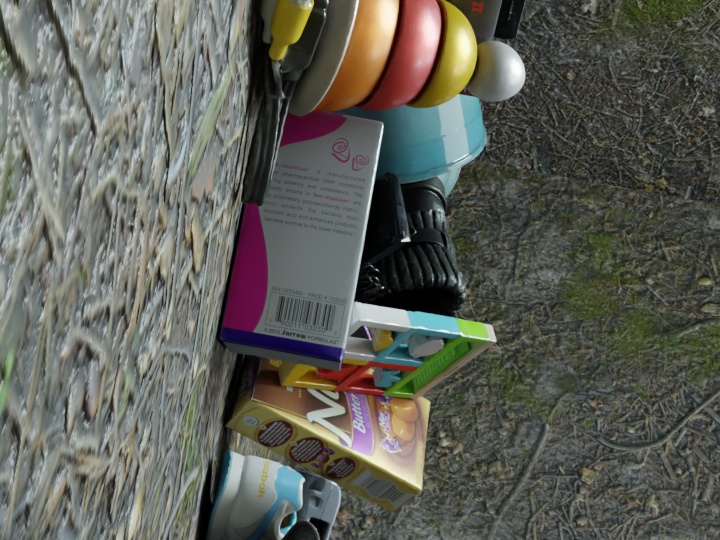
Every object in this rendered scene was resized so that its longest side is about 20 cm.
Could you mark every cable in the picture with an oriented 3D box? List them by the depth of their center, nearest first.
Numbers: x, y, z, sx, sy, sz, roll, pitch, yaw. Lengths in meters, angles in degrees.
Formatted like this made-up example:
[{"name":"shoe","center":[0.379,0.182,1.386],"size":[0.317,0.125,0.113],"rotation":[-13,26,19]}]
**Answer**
[{"name":"cable","center":[-0.068,-0.148,0.831],"size":[0.097,0.050,0.200],"rotation":[-107,-146,-51]}]

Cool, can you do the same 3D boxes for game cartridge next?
[{"name":"game cartridge","center":[-0.086,0.296,1.128],"size":[0.133,0.041,0.201],"rotation":[-11,-123,69]}]

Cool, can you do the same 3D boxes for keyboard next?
[{"name":"keyboard","center":[-0.021,-0.003,1.059],"size":[0.200,0.040,0.104],"rotation":[-31,-126,41]}]

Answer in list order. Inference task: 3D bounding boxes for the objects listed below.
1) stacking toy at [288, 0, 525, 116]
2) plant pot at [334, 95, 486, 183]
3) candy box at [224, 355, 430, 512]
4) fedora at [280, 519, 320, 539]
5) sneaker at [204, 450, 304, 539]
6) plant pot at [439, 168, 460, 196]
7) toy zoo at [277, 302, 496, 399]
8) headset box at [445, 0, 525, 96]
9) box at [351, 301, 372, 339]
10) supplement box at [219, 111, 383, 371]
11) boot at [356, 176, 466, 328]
[{"name":"stacking toy","center":[0.040,-0.175,0.911],"size":[0.146,0.199,0.147],"rotation":[-42,-139,54]},{"name":"plant pot","center":[0.023,-0.214,1.161],"size":[0.200,0.199,0.189],"rotation":[-80,165,-60]},{"name":"candy box","center":[-0.028,0.142,1.136],"size":[0.056,0.200,0.117],"rotation":[-47,-158,38]},{"name":"fedora","center":[-0.107,0.290,0.963],"size":[0.200,0.090,0.177],"rotation":[125,-20,-62]},{"name":"sneaker","center":[-0.105,0.245,1.084],"size":[0.200,0.080,0.077],"rotation":[110,-8,-52]},{"name":"plant pot","center":[0.005,-0.140,1.365],"size":[0.134,0.200,0.201],"rotation":[-33,138,-57]},{"name":"toy zoo","center":[0.014,0.078,1.080],"size":[0.131,0.199,0.021],"rotation":[-42,-130,41]},{"name":"headset box","center":[0.041,-0.240,0.976],"size":[0.075,0.199,0.149],"rotation":[-80,-179,-49]},{"name":"box","center":[-0.035,0.009,1.319],"size":[0.143,0.036,0.201],"rotation":[74,-9,-90]},{"name":"supplement box","center":[-0.047,-0.026,0.959],"size":[0.103,0.101,0.201],"rotation":[102,-1,-80]},{"name":"boot","center":[-0.001,-0.002,1.131],"size":[0.079,0.211,0.158],"rotation":[47,29,-43]}]
